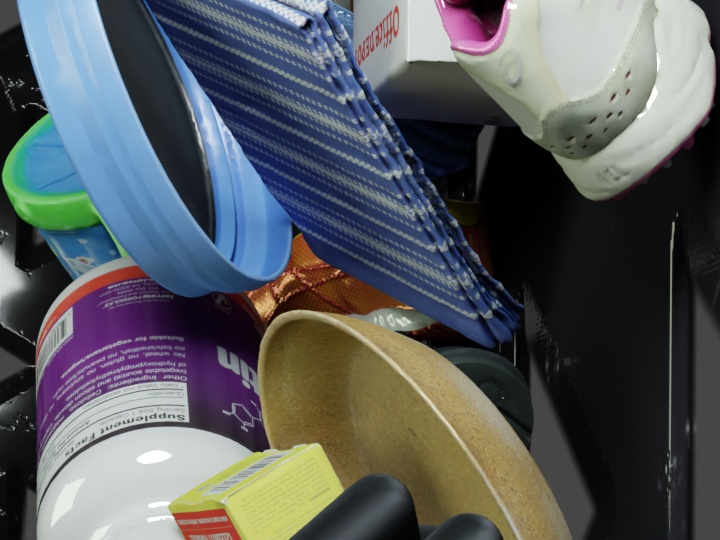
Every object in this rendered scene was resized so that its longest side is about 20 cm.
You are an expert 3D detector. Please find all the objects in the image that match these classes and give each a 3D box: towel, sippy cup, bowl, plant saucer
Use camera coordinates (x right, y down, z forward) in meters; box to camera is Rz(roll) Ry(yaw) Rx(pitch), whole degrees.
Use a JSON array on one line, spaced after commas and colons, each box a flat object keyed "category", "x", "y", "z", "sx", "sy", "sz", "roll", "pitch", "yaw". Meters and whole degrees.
[{"category": "towel", "x": -0.016, "y": -0.056, "z": 1.053, "sx": 0.145, "sy": 0.024, "sz": 0.200, "roll": 26, "pitch": 156, "yaw": 47}, {"category": "sippy cup", "x": -0.110, "y": -0.025, "z": 1.391, "sx": 0.178, "sy": 0.139, "sz": 0.131, "roll": -56, "pitch": -47, "yaw": -43}, {"category": "towel", "x": -0.001, "y": -0.080, "z": 1.188, "sx": 0.049, "sy": 0.111, "sz": 0.200, "roll": -56, "pitch": 2, "yaw": -1}, {"category": "bowl", "x": -0.090, "y": -0.082, "z": 1.103, "sx": 0.201, "sy": 0.039, "sz": 0.202, "roll": -21, "pitch": -90, "yaw": -75}, {"category": "plant saucer", "x": 0.030, "y": 0.098, "z": 0.975, "sx": 0.200, "sy": 0.035, "sz": 0.201, "roll": 45, "pitch": 152, "yaw": 32}]

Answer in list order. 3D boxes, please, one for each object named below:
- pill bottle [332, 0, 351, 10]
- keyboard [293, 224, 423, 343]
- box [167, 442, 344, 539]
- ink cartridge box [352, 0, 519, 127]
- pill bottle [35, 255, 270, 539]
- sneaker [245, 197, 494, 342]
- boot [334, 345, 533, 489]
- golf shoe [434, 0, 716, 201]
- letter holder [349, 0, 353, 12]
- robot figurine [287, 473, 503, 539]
[{"category": "pill bottle", "x": -0.021, "y": -0.158, "z": 1.368, "sx": 0.111, "sy": 0.110, "sz": 0.201, "roll": 111, "pitch": 159, "yaw": -65}, {"category": "keyboard", "x": 0.010, "y": 0.022, "z": 1.293, "sx": 0.200, "sy": 0.039, "sz": 0.105, "roll": 57, "pitch": 139, "yaw": 42}, {"category": "box", "x": -0.003, "y": 0.169, "z": 1.013, "sx": 0.201, "sy": 0.050, "sz": 0.075, "roll": 64, "pitch": 157, "yaw": -5}, {"category": "ink cartridge box", "x": 0.048, "y": -0.167, "z": 1.009, "sx": 0.146, "sy": 0.085, "sz": 0.201, "roll": 151, "pitch": 122, "yaw": -80}, {"category": "pill bottle", "x": -0.090, "y": 0.088, "z": 1.133, "sx": 0.200, "sy": 0.112, "sz": 0.113, "roll": -101, "pitch": 16, "yaw": -55}, {"category": "sneaker", "x": 0.000, "y": 0.000, "z": 1.211, "sx": 0.199, "sy": 0.073, "sz": 0.078, "roll": -8, "pitch": 79, "yaw": 51}, {"category": "boot", "x": 0.008, "y": 0.082, "z": 1.145, "sx": 0.168, "sy": 0.076, "sz": 0.201, "roll": -96, "pitch": 28, "yaw": -60}, {"category": "golf shoe", "x": 0.060, "y": -0.116, "z": 0.846, "sx": 0.075, "sy": 0.091, "sz": 0.201, "roll": -43, "pitch": 36, "yaw": 27}, {"category": "letter holder", "x": 0.013, "y": -0.147, "z": 1.189, "sx": 0.200, "sy": 0.100, "sz": 0.143, "roll": -147, "pitch": 58, "yaw": -80}, {"category": "robot figurine", "x": 0.023, "y": 0.169, "z": 0.878, "sx": 0.151, "sy": 0.124, "sz": 0.201, "roll": -106, "pitch": 3, "yaw": -57}]
